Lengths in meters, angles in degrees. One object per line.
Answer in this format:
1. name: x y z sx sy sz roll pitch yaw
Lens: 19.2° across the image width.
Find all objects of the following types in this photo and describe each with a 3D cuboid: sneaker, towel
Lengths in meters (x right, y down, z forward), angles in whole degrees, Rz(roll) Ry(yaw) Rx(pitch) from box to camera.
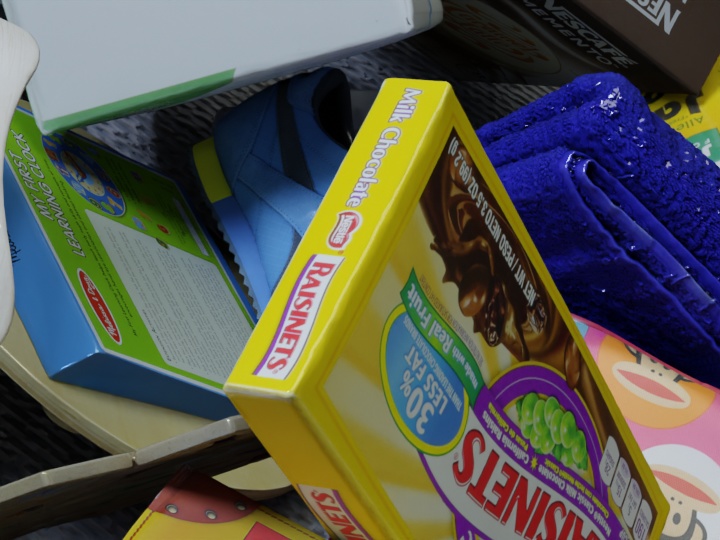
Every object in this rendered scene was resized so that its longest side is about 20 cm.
1. sneaker: 0.000 0.000 0.826 0.066 0.078 0.200 41 19 -53
2. towel: 0.104 0.027 0.769 0.200 0.148 0.050 44 53 -17

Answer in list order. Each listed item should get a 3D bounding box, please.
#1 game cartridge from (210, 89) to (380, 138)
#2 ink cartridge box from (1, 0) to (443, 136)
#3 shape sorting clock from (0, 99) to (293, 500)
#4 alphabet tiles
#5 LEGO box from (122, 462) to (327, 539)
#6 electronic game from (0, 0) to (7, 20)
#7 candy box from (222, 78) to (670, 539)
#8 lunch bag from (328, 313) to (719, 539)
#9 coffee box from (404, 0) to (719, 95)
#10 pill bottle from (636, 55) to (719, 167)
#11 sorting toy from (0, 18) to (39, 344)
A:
1. game cartridge: 0.036 -0.009 0.928 0.133 0.041 0.200 -9 44 -35
2. ink cartridge box: -0.049 -0.117 0.851 0.145 0.088 0.200 -15 4 7
3. shape sorting clock: -0.093 0.007 0.780 0.200 0.039 0.200 42 17 -16
4. alphabet tiles: -0.081 0.065 0.613 0.166 0.200 0.006 -7 78 -56
5. LEGO box: 0.005 0.167 0.548 0.200 0.149 0.077 28 33 7
6. electronic game: -0.203 -0.158 0.951 0.200 0.042 0.200 24 19 -9
7. candy box: 0.033 0.051 0.590 0.026 0.200 0.102 8 56 34
8. lunch bag: 0.084 0.119 0.705 0.200 0.082 0.176 28 55 8
9. coffee box: 0.075 -0.146 0.991 0.114 0.080 0.200 32 -10 -28
10. pill bottle: 0.167 -0.025 0.959 0.112 0.113 0.200 14 34 -15
11. sorting toy: -0.188 -0.041 0.633 0.180 0.107 0.201 9 58 -16
